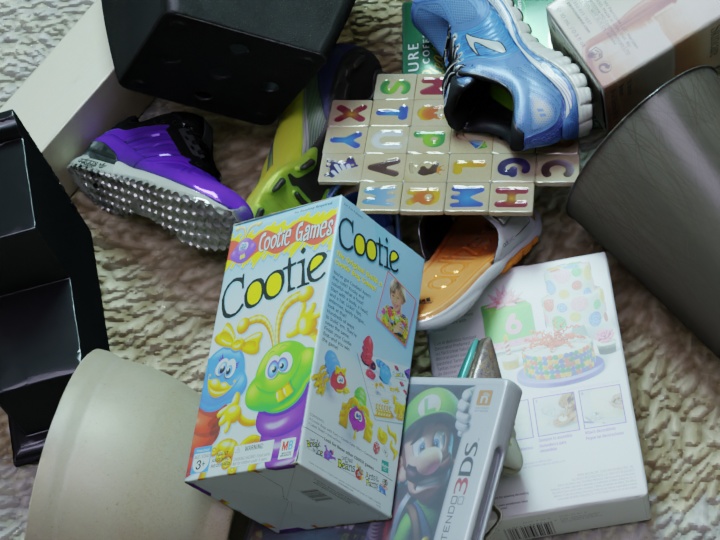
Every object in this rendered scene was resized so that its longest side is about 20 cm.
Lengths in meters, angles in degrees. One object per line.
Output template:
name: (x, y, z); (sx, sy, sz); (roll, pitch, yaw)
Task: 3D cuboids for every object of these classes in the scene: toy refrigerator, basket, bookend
toy refrigerator: (-0.242, -0.146, 1.518); (0.070, 0.076, 0.200); (31, 75, 24)
basket: (0.268, -0.020, 1.302); (0.136, 0.180, 0.200); (-28, 70, -26)
bookend: (-0.267, 0.018, 1.370); (0.092, 0.199, 0.200); (-15, 62, 3)

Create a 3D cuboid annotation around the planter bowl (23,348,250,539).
planter bowl: (-0.148, 0.168, 1.281); (0.135, 0.200, 0.200); (12, 66, 4)

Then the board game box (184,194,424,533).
board game box: (-0.036, 0.067, 1.229); (0.103, 0.105, 0.200); (-13, 55, 36)

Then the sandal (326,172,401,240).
sandal: (0.000, 0.000, 1.356); (0.079, 0.087, 0.200); (-3, 48, -5)

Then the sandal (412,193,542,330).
sandal: (0.078, -0.024, 1.339); (0.079, 0.059, 0.207); (-1, 27, 27)

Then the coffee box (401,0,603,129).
coffee box: (0.133, -0.172, 1.464); (0.200, 0.044, 0.123); (-5, 65, 9)

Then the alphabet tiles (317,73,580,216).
alphabet tiles: (0.071, -0.101, 1.377); (0.200, 0.006, 0.166); (1, 44, 8)

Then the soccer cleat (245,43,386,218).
soccer cleat: (-0.049, -0.100, 1.470); (0.084, 0.065, 0.200); (11, 69, 52)

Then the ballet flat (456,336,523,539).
ballet flat: (0.075, 0.146, 1.250); (0.067, 0.068, 0.200); (22, 76, 3)

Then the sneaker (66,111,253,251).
sneaker: (-0.148, -0.087, 1.453); (0.200, 0.070, 0.100); (21, 60, 39)

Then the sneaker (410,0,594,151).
sneaker: (0.092, -0.160, 1.376); (0.089, 0.079, 0.200); (-24, 46, -20)

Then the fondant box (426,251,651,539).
fondant box: (0.130, 0.096, 1.322); (0.144, 0.058, 0.200); (-10, 63, 9)

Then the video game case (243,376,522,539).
video game case: (0.006, 0.159, 1.225); (0.200, 0.023, 0.182); (-2, 62, 41)

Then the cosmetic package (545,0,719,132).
cosmetic package: (0.251, -0.205, 1.367); (0.200, 0.103, 0.087); (-32, 71, 1)

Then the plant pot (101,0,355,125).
plant pot: (-0.102, -0.233, 1.425); (0.200, 0.200, 0.178); (13, 65, -21)
